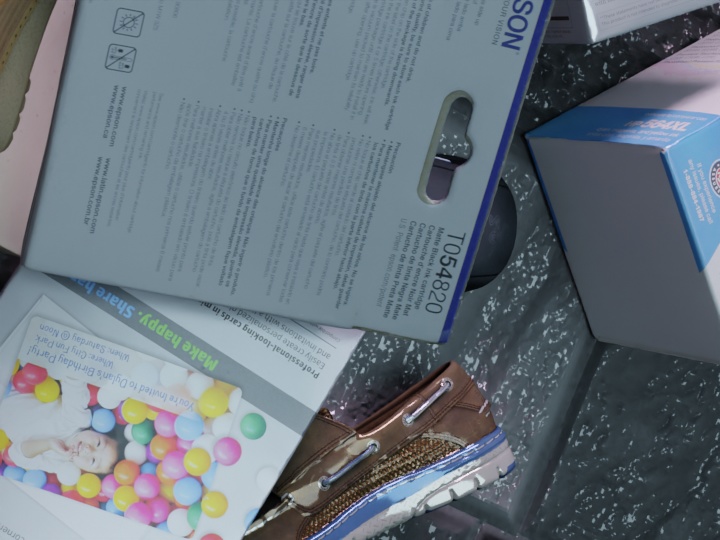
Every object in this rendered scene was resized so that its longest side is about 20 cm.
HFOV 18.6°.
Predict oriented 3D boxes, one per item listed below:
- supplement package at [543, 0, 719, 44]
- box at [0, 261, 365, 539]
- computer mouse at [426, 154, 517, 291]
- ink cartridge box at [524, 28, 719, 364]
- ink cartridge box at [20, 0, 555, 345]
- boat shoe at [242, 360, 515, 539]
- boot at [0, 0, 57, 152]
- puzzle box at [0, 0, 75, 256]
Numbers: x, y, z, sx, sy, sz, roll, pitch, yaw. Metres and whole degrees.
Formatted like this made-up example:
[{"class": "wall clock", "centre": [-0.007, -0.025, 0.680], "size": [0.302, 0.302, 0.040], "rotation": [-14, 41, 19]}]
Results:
[{"class": "supplement package", "centre": [0.108, -0.225, 1.112], "size": [0.110, 0.114, 0.200], "rotation": [-20, 106, -26]}, {"class": "box", "centre": [-0.114, 0.070, 1.025], "size": [0.156, 0.041, 0.200], "rotation": [33, 79, -7]}, {"class": "computer mouse", "centre": [0.000, 0.000, 1.111], "size": [0.200, 0.046, 0.140], "rotation": [12, 88, -31]}, {"class": "ink cartridge box", "centre": [0.217, -0.055, 1.188], "size": [0.200, 0.125, 0.129], "rotation": [-30, 109, -24]}, {"class": "ink cartridge box", "centre": [-0.033, -0.074, 0.969], "size": [0.200, 0.041, 0.200], "rotation": [12, 115, -10]}, {"class": "boat shoe", "centre": [-0.022, 0.105, 1.102], "size": [0.200, 0.072, 0.072], "rotation": [-23, 90, -25]}, {"class": "boot", "centre": [-0.204, -0.150, 0.927], "size": [0.166, 0.072, 0.200], "rotation": [13, 92, -33]}, {"class": "puzzle box", "centre": [-0.168, -0.124, 1.010], "size": [0.133, 0.025, 0.200], "rotation": [32, 79, -29]}]
